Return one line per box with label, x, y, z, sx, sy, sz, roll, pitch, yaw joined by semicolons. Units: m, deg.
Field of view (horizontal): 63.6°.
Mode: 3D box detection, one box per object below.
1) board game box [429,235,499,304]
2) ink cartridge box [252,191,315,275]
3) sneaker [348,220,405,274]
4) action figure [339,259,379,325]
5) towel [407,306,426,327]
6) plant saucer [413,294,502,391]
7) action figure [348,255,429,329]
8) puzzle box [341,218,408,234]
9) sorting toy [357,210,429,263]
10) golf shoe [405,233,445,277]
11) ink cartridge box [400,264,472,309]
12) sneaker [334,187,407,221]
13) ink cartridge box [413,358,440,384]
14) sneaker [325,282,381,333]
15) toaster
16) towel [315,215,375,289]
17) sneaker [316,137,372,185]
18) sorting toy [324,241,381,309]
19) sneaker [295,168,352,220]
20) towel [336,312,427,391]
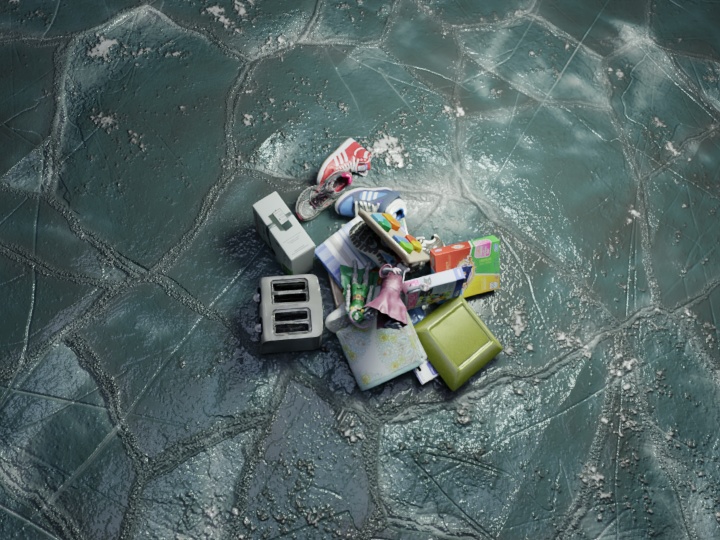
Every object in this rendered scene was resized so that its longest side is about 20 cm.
board game box;0.296;-0.002;1.639;0.196;0.156;0.040;-13;26;-12
ink cartridge box;-0.213;-0.093;1.609;0.082;0.147;0.201;-31;72;-18
sneaker;0.041;-0.049;1.573;0.078;0.090;0.200;-38;68;-9
action figure;-0.004;0.060;1.510;0.115;0.055;0.203;5;49;0
towel;0.083;0.142;1.597;0.197;0.049;0.113;-19;69;-15
plant saucer;0.263;0.181;1.560;0.198;0.048;0.201;-33;77;-22
action figure;0.076;0.056;1.452;0.134;0.147;0.203;41;46;-30
puzzle box;0.048;-0.080;1.703;0.195;0.026;0.136;-6;67;-10
sorting toy;0.094;-0.093;1.524;0.185;0.199;0.037;46;106;15
golf shoe;0.156;-0.042;1.655;0.197;0.078;0.096;-19;80;-26
ink cartridge box;0.205;0.047;1.553;0.196;0.120;0.043;-17;65;-7
sneaker;0.038;-0.175;1.687;0.196;0.082;0.147;-13;39;-18
ink cartridge box;0.218;0.225;1.583;0.197;0.039;0.101;-26;73;-19
sneaker;-0.012;0.099;1.554;0.197;0.077;0.081;-22;54;-22
toaster;-0.181;0.118;1.535;0.195;0.119;0.185;-3;67;-9
towel;-0.016;-0.058;1.620;0.199;0.024;0.148;-37;81;-16
sneaker;-0.042;-0.311;1.768;0.111;0.072;0.201;33;64;11
sorting toy;0.000;0.000;1.633;0.181;0.036;0.204;-12;80;-11
sneaker;-0.108;-0.225;1.692;0.200;0.075;0.081;-43;109;-4
towel;0.057;0.198;1.516;0.197;0.048;0.174;-24;93;-1
